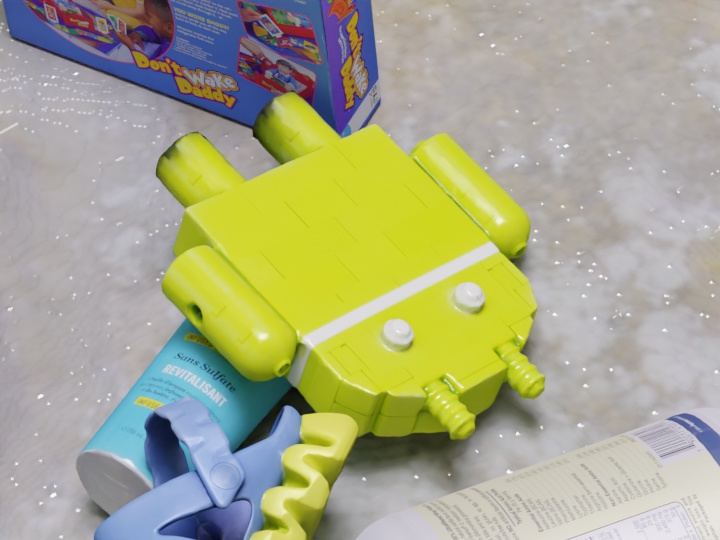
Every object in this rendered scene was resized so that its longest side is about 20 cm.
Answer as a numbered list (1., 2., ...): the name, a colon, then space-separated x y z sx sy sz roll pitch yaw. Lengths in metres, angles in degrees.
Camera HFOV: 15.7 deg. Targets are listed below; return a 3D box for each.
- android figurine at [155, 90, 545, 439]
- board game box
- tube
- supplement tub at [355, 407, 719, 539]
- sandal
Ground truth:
1. android figurine: 0.000 0.000 1.202 0.182 0.041 0.200 -24 59 -35
2. board game box: -0.090 -0.144 1.290 0.199 0.135 0.045 22 57 19
3. tube: -0.054 0.035 1.209 0.077 0.050 0.200 33 55 9
4. supplement tub: 0.079 0.150 1.037 0.199 0.145 0.145 -18 53 -13
5. sandal: -0.074 0.128 1.084 0.087 0.080 0.200 25 49 0
